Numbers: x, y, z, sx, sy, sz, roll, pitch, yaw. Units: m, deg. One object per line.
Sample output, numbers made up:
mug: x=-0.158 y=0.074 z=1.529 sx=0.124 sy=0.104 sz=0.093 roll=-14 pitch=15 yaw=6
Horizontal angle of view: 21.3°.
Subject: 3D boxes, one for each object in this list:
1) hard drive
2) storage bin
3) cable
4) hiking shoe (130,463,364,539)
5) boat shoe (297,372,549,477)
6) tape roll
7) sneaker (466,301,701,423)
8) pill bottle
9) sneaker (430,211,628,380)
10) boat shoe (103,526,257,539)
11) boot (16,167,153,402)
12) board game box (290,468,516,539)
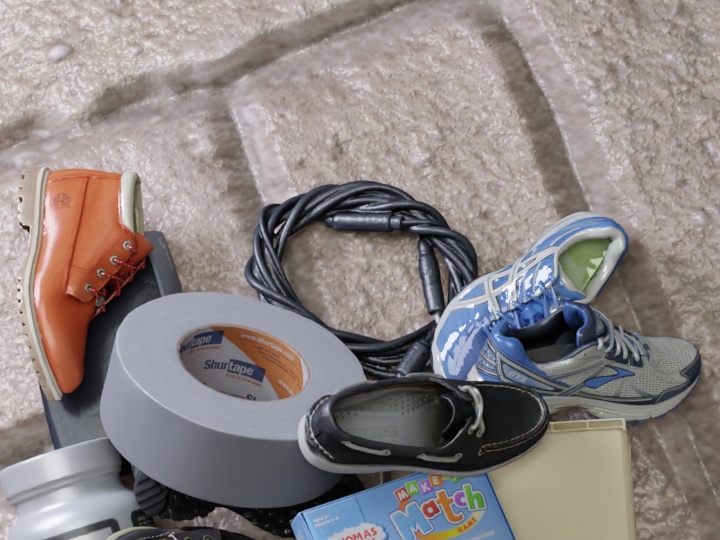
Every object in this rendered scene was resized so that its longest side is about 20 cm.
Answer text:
hard drive: x=-0.207 y=0.069 z=1.593 sx=0.135 sy=0.042 sz=0.200 roll=-13 pitch=73 yaw=2
storage bin: x=0.119 y=0.226 z=1.491 sx=0.198 sy=0.094 sz=0.200 roll=-4 pitch=74 yaw=5
cable: x=0.000 y=0.000 z=1.588 sx=0.200 sy=0.051 sz=0.163 roll=42 pitch=82 yaw=15
hiking shoe: x=-0.090 y=0.151 z=1.520 sx=0.200 sy=0.076 sz=0.101 roll=13 pitch=30 yaw=-28
boat shoe: x=0.055 y=0.108 z=1.405 sx=0.200 sy=0.060 sz=0.074 roll=1 pitch=66 yaw=-21
tape roll: x=-0.097 y=0.097 z=1.478 sx=0.200 sy=0.200 sz=0.066 roll=23 pitch=120 yaw=11
sneaker: x=0.183 y=0.068 z=1.500 sx=0.200 sy=0.085 sz=0.077 roll=-5 pitch=35 yaw=-21
pill bottle: x=-0.208 y=0.239 z=1.494 sx=0.116 sy=0.116 sz=0.200 roll=-18 pitch=83 yaw=1
sneaker: x=0.135 y=0.021 z=1.542 sx=0.200 sy=0.077 sz=0.076 roll=-45 pitch=97 yaw=-9
boat shoe: x=-0.124 y=0.224 z=1.458 sx=0.065 sy=0.200 sz=0.073 roll=-19 pitch=76 yaw=27
boot: x=-0.222 y=0.007 z=1.555 sx=0.107 sy=0.075 sz=0.200 roll=-2 pitch=71 yaw=1
board game box: x=0.056 y=0.248 z=1.398 sx=0.151 sy=0.037 sz=0.200 roll=-16 pitch=72 yaw=-22
